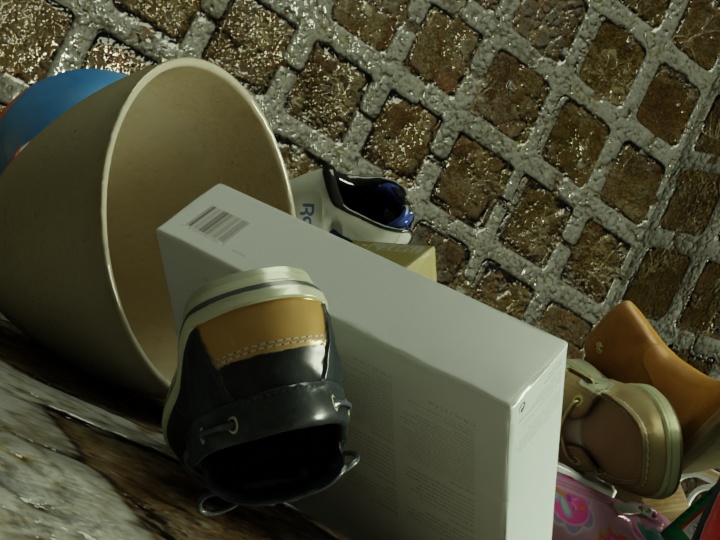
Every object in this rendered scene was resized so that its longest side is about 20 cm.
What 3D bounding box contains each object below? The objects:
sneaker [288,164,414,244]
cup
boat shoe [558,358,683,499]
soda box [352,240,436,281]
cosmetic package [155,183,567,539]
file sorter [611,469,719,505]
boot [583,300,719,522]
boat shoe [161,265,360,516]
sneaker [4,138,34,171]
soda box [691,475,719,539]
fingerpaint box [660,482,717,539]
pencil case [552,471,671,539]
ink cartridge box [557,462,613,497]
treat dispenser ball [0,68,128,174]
[{"bbox_3d":[0.000,-0.001,0.916,0.200,0.114,0.081,58,15,-34],"label":"sneaker"},{"bbox_3d":[-0.147,-0.018,0.759,0.141,0.203,0.200,-5,-19,28],"label":"cup"},{"bbox_3d":[0.147,0.104,0.823,0.065,0.075,0.200,2,4,-13],"label":"boat shoe"},{"bbox_3d":[-0.016,0.043,0.781,0.063,0.069,0.200,5,20,26],"label":"soda box"},{"bbox_3d":[-0.002,0.063,0.587,0.198,0.052,0.152,25,-44,29],"label":"cosmetic package"},{"bbox_3d":[0.258,0.222,0.962,0.138,0.126,0.199,24,-4,42],"label":"file sorter"},{"bbox_3d":[0.207,0.076,0.839,0.070,0.145,0.202,-2,-37,-20],"label":"boot"},{"bbox_3d":[-0.040,0.066,0.496,0.074,0.063,0.201,-13,-22,-12],"label":"boat shoe"},{"bbox_3d":[-0.155,-0.040,0.874,0.198,0.079,0.082,18,8,-32],"label":"sneaker"},{"bbox_3d":[0.218,0.139,0.667,0.063,0.202,0.071,24,-3,15],"label":"soda box"},{"bbox_3d":[0.313,0.164,0.748,0.167,0.200,0.073,47,3,-9],"label":"fingerpaint box"},{"bbox_3d":[0.106,0.153,0.773,0.198,0.088,0.087,27,-3,-26],"label":"pencil case"},{"bbox_3d":[0.059,0.136,0.890,0.199,0.085,0.144,29,-3,-33],"label":"ink cartridge box"},{"bbox_3d":[-0.238,-0.077,1.103,0.199,0.203,0.201,26,-3,2],"label":"treat dispenser ball"}]
